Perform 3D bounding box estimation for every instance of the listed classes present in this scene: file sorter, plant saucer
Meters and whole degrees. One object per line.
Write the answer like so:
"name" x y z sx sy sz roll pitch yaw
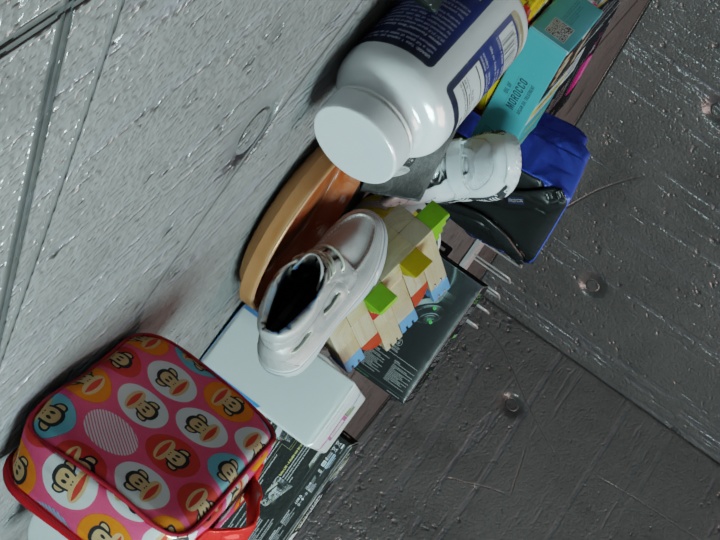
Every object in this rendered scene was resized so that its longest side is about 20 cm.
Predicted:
"file sorter" 0.286 0.030 3.427 0.200 0.124 0.139 -54 172 -1
"plant saucer" -0.055 -0.053 1.351 0.201 0.032 0.200 -53 173 -10

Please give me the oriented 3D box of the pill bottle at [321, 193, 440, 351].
"pill bottle" 0.000 0.000 1.616 0.200 0.111 0.111 -47 169 -41

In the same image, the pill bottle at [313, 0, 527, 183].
"pill bottle" 0.049 -0.167 1.205 0.200 0.111 0.111 -50 171 -31

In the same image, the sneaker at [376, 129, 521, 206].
"sneaker" 0.084 -0.106 1.541 0.114 0.076 0.200 -6 178 -29

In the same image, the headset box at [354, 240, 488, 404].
"headset box" 0.048 0.042 1.856 0.200 0.174 0.093 -57 171 5

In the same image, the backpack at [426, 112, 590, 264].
"backpack" 0.160 -0.130 1.721 0.168 0.199 0.163 -61 176 -43

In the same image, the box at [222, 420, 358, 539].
"box" -0.125 0.239 1.673 0.200 0.163 0.086 -56 172 -1

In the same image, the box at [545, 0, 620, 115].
"box" 0.217 -0.269 1.781 0.132 0.115 0.200 -48 169 -32

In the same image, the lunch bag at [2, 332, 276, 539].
"lunch bag" -0.150 0.144 1.070 0.082 0.176 0.200 -59 171 27

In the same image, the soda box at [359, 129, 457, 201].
"soda box" 0.059 -0.158 1.388 0.200 0.070 0.064 116 -21 -47

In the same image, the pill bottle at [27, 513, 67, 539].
"pill bottle" -0.202 0.197 1.226 0.111 0.111 0.200 -58 172 21

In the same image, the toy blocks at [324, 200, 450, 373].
"toy blocks" 0.017 0.029 1.482 0.200 0.100 0.137 -44 151 -12

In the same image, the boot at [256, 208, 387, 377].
"boot" -0.034 0.006 1.361 0.200 0.073 0.096 -59 166 -24

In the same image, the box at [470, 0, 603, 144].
"box" 0.186 -0.205 1.520 0.082 0.049 0.200 -49 172 -34

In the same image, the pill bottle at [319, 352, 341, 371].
"pill bottle" -0.073 0.170 1.879 0.114 0.114 0.200 -53 172 -12

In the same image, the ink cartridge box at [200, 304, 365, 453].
"ink cartridge box" -0.079 0.120 1.514 0.085 0.144 0.200 -53 172 -7

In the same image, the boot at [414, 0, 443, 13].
"boot" 0.075 -0.275 1.049 0.163 0.073 0.198 -54 180 11

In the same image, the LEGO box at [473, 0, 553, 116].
"LEGO box" 0.150 -0.272 1.497 0.149 0.077 0.200 -53 172 -11
